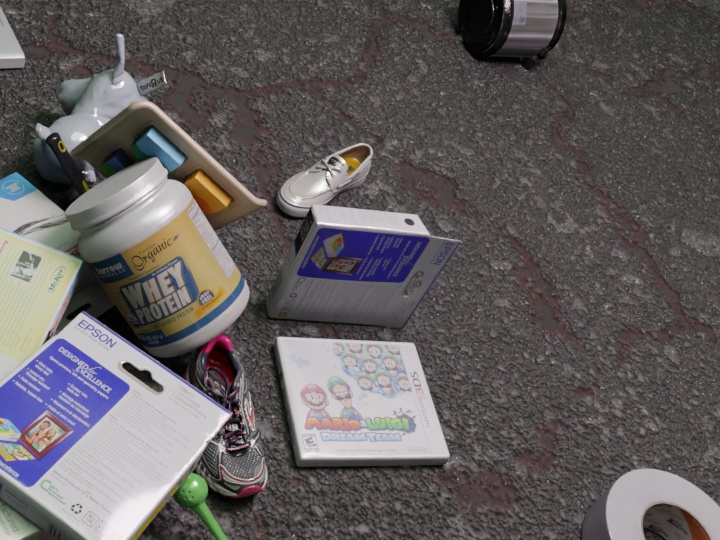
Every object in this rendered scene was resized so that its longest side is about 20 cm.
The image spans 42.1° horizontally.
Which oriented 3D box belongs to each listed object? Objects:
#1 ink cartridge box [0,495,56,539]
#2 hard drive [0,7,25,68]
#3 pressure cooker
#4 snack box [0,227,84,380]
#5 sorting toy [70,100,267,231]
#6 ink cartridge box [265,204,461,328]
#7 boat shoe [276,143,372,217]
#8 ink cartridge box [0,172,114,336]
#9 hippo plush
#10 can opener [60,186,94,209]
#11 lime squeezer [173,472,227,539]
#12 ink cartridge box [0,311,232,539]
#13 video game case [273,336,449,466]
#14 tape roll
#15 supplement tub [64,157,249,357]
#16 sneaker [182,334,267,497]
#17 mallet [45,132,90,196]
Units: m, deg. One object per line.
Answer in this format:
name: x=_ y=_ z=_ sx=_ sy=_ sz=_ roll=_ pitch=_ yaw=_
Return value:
ink cartridge box: x=-0.317 y=0.201 z=0.940 sx=0.200 sy=0.084 sz=0.145 roll=-22 pitch=62 yaw=-41
hard drive: x=-0.612 y=-0.341 z=1.367 sx=0.200 sy=0.027 sz=0.132 roll=-11 pitch=55 yaw=-35
pressure cooker: x=0.322 y=-0.519 z=1.904 sx=0.200 sy=0.176 sz=0.179 roll=-7 pitch=56 yaw=-27
snack box: x=-0.396 y=0.058 z=1.017 sx=0.116 sy=0.037 sz=0.200 roll=22 pitch=68 yaw=-6
sorting toy: x=-0.239 y=-0.108 z=1.141 sx=0.200 sy=0.185 sz=0.036 roll=39 pitch=55 yaw=-26
ink cartridge box: x=0.000 y=0.000 z=1.215 sx=0.200 sy=0.198 sz=0.043 roll=7 pitch=49 yaw=-22
boat shoe: x=-0.049 y=-0.146 z=1.427 sx=0.071 sy=0.070 sz=0.200 roll=43 pitch=44 yaw=17
ink cartridge box: x=-0.393 y=-0.018 z=1.130 sx=0.200 sy=0.067 sz=0.116 roll=38 pitch=44 yaw=11
hippo plush: x=-0.346 y=-0.176 z=1.251 sx=0.159 sy=0.200 sz=0.161 roll=42 pitch=55 yaw=-25
can opener: x=-0.295 y=-0.083 z=1.246 sx=0.200 sy=0.063 sz=0.079 roll=6 pitch=46 yaw=-21
lime squeezer: x=-0.176 y=0.209 z=0.988 sx=0.071 sy=0.038 sz=0.200 roll=12 pitch=49 yaw=-58
ink cartridge box: x=-0.262 y=0.160 z=0.915 sx=0.198 sy=0.047 sz=0.200 roll=34 pitch=41 yaw=6
video game case: x=-0.001 y=0.164 z=1.182 sx=0.200 sy=0.024 sz=0.182 roll=4 pitch=47 yaw=-23
tape roll: x=0.378 y=0.350 z=1.160 sx=0.200 sy=0.066 sz=0.200 roll=14 pitch=45 yaw=-14
supplement tub: x=-0.236 y=-0.015 z=1.090 sx=0.200 sy=0.145 sz=0.145 roll=60 pitch=37 yaw=-21
sneaker: x=-0.157 y=0.165 z=1.064 sx=0.081 sy=0.075 sz=0.200 roll=-4 pitch=51 yaw=-30
mallet: x=-0.333 y=-0.074 z=1.147 sx=0.041 sy=0.200 sz=0.066 roll=-2 pitch=47 yaw=27
